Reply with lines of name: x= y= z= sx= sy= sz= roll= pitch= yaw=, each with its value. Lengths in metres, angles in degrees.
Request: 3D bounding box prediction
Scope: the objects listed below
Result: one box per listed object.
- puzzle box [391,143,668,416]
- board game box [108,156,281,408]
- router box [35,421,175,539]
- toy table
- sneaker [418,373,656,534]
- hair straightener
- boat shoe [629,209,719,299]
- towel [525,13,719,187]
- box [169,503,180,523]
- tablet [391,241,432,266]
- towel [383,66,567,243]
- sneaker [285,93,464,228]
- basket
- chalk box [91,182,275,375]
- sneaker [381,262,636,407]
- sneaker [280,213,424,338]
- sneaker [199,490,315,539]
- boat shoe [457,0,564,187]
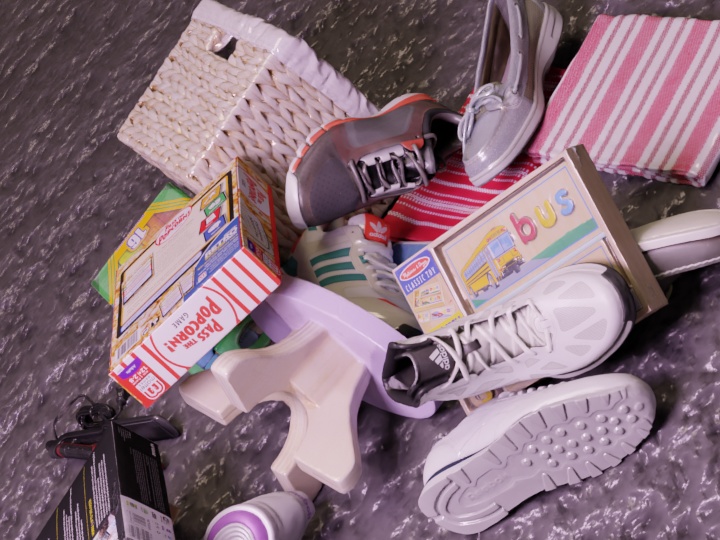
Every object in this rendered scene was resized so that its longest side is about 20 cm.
puzzle box: x=0.121 y=0.011 z=1.492 sx=0.200 sy=0.025 sz=0.134 roll=-36 pitch=77 yaw=41
board game box: x=-0.135 y=0.004 z=1.640 sx=0.151 sy=0.046 sz=0.200 roll=-42 pitch=21 yaw=13
router box: x=-0.205 y=0.226 z=1.565 sx=0.150 sy=0.051 sz=0.200 roll=-56 pitch=20 yaw=13
toy table: x=-0.043 y=0.093 z=1.594 sx=0.199 sy=0.184 sz=0.117 roll=17 pitch=59 yaw=47
sneaker: x=0.124 y=0.114 z=1.457 sx=0.199 sy=0.076 sz=0.081 roll=-28 pitch=28 yaw=29
hair straightener: x=-0.232 y=0.148 z=1.895 sx=0.199 sy=0.041 sz=0.077 roll=-8 pitch=50 yaw=53
boat shoe: x=0.195 y=0.003 z=1.491 sx=0.201 sy=0.061 sz=0.072 roll=-15 pitch=6 yaw=38
towel: x=0.234 y=-0.138 z=1.617 sx=0.199 sy=0.030 sz=0.147 roll=12 pitch=68 yaw=49
box: x=-0.208 y=0.280 z=1.655 sx=0.201 sy=0.021 sz=0.163 roll=-63 pitch=6 yaw=-10
tablet: x=0.070 y=0.037 z=1.637 sx=0.199 sy=0.014 sz=0.131 roll=1 pitch=67 yaw=51
towel: x=0.105 y=-0.097 z=1.741 sx=0.201 sy=0.022 sz=0.144 roll=-56 pitch=33 yaw=-10
sneaker: x=0.021 y=-0.095 z=1.699 sx=0.082 sy=0.078 sz=0.200 roll=14 pitch=39 yaw=42
basket: x=-0.084 y=-0.118 z=1.829 sx=0.161 sy=0.200 sz=0.198 roll=-53 pitch=32 yaw=-3
chalk box: x=-0.132 y=0.028 z=1.806 sx=0.125 sy=0.124 sz=0.200 roll=-52 pitch=32 yaw=-3
sneaker: x=0.096 y=0.059 z=1.432 sx=0.200 sy=0.076 sz=0.115 roll=-25 pitch=-4 yaw=42
sneaker: x=0.000 y=0.000 z=1.678 sx=0.200 sy=0.070 sz=0.094 roll=28 pitch=91 yaw=58
sneaker: x=-0.105 y=0.244 z=1.615 sx=0.200 sy=0.075 sz=0.099 roll=-44 pitch=-12 yaw=35
boat shoe: x=0.117 y=-0.156 z=1.697 sx=0.074 sy=0.065 sz=0.203 roll=-35 pitch=29 yaw=52
